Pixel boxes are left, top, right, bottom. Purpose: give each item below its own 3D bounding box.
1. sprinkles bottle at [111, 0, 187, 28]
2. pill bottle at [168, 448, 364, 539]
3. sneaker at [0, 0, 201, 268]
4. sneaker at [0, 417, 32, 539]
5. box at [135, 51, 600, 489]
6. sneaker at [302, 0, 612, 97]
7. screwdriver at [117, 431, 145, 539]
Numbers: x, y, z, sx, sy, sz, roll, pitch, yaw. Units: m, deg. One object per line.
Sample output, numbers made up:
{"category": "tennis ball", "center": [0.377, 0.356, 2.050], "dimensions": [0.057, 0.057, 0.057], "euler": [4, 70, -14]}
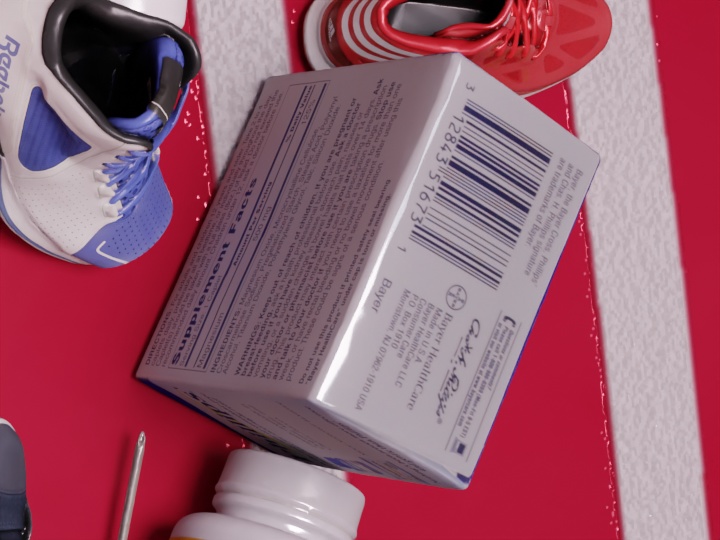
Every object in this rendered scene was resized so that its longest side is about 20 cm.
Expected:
{"category": "sprinkles bottle", "center": [-0.117, -0.225, 1.125], "dimensions": [0.068, 0.068, 0.202], "euler": [5, 88, -30]}
{"category": "pill bottle", "center": [-0.063, 0.200, 1.131], "dimensions": [0.109, 0.109, 0.202], "euler": [27, 71, -27]}
{"category": "sneaker", "center": [-0.126, -0.068, 1.054], "dimensions": [0.081, 0.114, 0.200], "euler": [-60, 146, -26]}
{"category": "sneaker", "center": [-0.183, 0.174, 1.075], "dimensions": [0.078, 0.079, 0.202], "euler": [13, 89, -67]}
{"category": "box", "center": [0.000, 0.000, 1.118], "dimensions": [0.104, 0.199, 0.185], "euler": [30, 76, -28]}
{"category": "sneaker", "center": [0.078, -0.131, 1.210], "dimensions": [0.198, 0.115, 0.079], "euler": [-11, 96, -29]}
{"category": "screwdriver", "center": [-0.131, 0.185, 1.146], "dimensions": [0.029, 0.028, 0.202], "euler": [25, 75, -59]}
